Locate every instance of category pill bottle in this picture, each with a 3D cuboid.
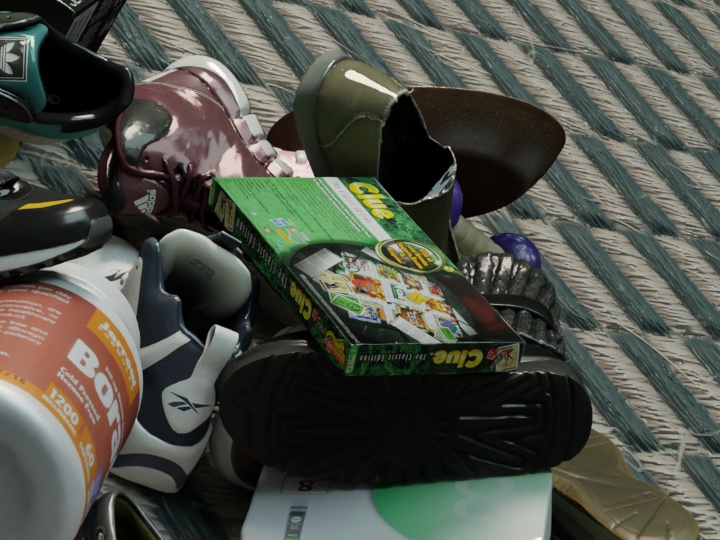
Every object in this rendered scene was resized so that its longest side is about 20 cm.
[{"bbox_3d":[-0.171,0.069,1.371,0.112,0.112,0.200,32,22,-4],"label":"pill bottle"}]

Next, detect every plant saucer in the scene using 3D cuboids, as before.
[{"bbox_3d":[0.037,-0.070,1.822,0.200,0.200,0.037,14,68,-36],"label":"plant saucer"}]

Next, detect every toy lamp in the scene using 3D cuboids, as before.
[{"bbox_3d":[0.062,-0.026,1.807,0.058,0.058,0.200,49,9,29],"label":"toy lamp"}]

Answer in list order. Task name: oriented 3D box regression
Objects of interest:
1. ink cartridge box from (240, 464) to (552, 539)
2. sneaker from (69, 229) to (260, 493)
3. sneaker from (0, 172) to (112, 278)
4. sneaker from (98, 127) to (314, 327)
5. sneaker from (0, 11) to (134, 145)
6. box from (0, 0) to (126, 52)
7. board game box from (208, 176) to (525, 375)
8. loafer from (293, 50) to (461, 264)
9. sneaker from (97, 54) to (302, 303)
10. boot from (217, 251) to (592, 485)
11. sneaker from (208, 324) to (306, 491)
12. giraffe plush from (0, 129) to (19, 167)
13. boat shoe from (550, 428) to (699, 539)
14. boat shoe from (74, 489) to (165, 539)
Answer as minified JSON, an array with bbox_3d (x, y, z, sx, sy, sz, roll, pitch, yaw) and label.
[{"bbox_3d":[0.013,0.165,1.416,0.160,0.050,0.200,1,24,8],"label":"ink cartridge box"},{"bbox_3d":[-0.106,0.013,1.530,0.079,0.130,0.200,24,27,-22],"label":"sneaker"},{"bbox_3d":[-0.224,-0.041,1.417,0.199,0.091,0.070,-3,8,23],"label":"sneaker"},{"bbox_3d":[-0.063,-0.053,1.709,0.200,0.105,0.075,40,-19,2],"label":"sneaker"},{"bbox_3d":[-0.211,-0.113,1.457,0.199,0.080,0.072,9,78,-36],"label":"sneaker"},{"bbox_3d":[-0.260,-0.185,1.699,0.199,0.125,0.149,34,24,2],"label":"box"},{"bbox_3d":[0.000,0.000,1.493,0.104,0.024,0.200,-2,28,-25],"label":"board game box"},{"bbox_3d":[0.021,-0.041,1.635,0.069,0.201,0.075,15,56,36],"label":"loafer"},{"bbox_3d":[-0.089,-0.031,1.599,0.115,0.076,0.200,-19,63,-41],"label":"sneaker"},{"bbox_3d":[0.019,0.049,1.520,0.210,0.080,0.158,5,26,-11],"label":"boot"},{"bbox_3d":[-0.040,0.077,1.593,0.084,0.073,0.200,17,19,30],"label":"sneaker"},{"bbox_3d":[-0.275,-0.102,1.533,0.163,0.172,0.200,58,17,1],"label":"giraffe plush"},{"bbox_3d":[0.137,0.148,1.660,0.071,0.066,0.201,-6,22,-24],"label":"boat shoe"},{"bbox_3d":[-0.091,0.189,1.316,0.073,0.065,0.200,2,41,-51],"label":"boat shoe"}]
